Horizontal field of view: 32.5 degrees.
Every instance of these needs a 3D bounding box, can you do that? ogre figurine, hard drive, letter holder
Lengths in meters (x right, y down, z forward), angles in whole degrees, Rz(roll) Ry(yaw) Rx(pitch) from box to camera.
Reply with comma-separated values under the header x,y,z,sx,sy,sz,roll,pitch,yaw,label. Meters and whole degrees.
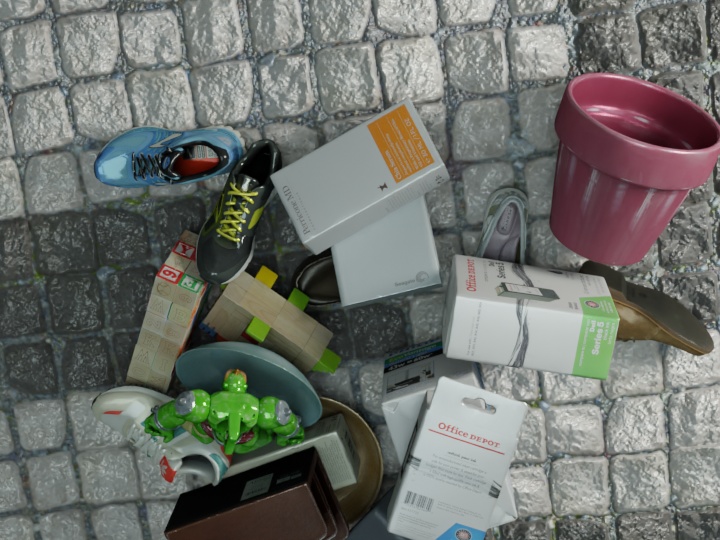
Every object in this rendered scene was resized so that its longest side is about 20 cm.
x,y,z,sx,sy,sz,roll,pitch,yaw,label
-0.161,0.185,1.540,0.198,0.120,0.099,25,63,-5,ogre figurine
0.021,-0.064,1.569,0.130,0.027,0.203,-13,78,8,hard drive
-0.126,0.339,1.585,0.197,0.101,0.144,-20,105,10,letter holder

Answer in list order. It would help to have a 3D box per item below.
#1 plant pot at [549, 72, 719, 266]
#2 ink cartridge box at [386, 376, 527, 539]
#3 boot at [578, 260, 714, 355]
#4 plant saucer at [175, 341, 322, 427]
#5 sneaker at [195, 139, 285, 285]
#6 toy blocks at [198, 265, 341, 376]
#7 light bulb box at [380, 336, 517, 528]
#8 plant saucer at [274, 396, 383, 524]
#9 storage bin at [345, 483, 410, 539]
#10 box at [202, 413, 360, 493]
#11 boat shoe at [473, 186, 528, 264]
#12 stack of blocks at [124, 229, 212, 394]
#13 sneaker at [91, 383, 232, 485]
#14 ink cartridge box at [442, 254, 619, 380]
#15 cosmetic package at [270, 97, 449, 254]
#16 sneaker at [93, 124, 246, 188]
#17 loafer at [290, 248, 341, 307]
x,y,z,sx,sy,sz,roll,pitch,yaw,label
0.315,-0.115,1.500,0.197,0.201,0.181,16,121,0,plant pot
0.113,0.220,1.451,0.114,0.068,0.203,17,105,-1,ink cartridge box
0.361,0.065,1.605,0.198,0.074,0.076,28,120,4,boot
-0.139,0.138,1.588,0.198,0.039,0.202,13,149,8,plant saucer
-0.155,-0.080,1.550,0.073,0.085,0.202,19,71,6,sneaker
-0.133,0.089,1.623,0.199,0.101,0.137,35,138,-6,toy blocks
0.112,0.208,1.586,0.123,0.200,0.201,-17,103,7,light bulb box
-0.066,0.261,1.699,0.196,0.035,0.204,1,106,5,plant saucer
0.044,0.387,1.673,0.134,0.145,0.200,45,123,7,storage bin
-0.104,0.266,1.649,0.197,0.068,0.083,-18,103,10,box
0.177,-0.004,1.595,0.073,0.065,0.205,12,106,2,boat shoe
-0.245,0.064,1.619,0.058,0.116,0.202,22,123,-1,stack of blocks
-0.256,0.217,1.595,0.197,0.094,0.071,20,137,-11,sneaker
0.202,0.055,1.507,0.196,0.146,0.085,9,110,0,ink cartridge box
0.000,-0.116,1.532,0.198,0.071,0.102,-30,76,5,cosmetic package
-0.249,-0.145,1.579,0.197,0.090,0.080,-9,104,8,sneaker
0.000,0.000,1.606,0.197,0.071,0.074,-18,103,9,loafer
